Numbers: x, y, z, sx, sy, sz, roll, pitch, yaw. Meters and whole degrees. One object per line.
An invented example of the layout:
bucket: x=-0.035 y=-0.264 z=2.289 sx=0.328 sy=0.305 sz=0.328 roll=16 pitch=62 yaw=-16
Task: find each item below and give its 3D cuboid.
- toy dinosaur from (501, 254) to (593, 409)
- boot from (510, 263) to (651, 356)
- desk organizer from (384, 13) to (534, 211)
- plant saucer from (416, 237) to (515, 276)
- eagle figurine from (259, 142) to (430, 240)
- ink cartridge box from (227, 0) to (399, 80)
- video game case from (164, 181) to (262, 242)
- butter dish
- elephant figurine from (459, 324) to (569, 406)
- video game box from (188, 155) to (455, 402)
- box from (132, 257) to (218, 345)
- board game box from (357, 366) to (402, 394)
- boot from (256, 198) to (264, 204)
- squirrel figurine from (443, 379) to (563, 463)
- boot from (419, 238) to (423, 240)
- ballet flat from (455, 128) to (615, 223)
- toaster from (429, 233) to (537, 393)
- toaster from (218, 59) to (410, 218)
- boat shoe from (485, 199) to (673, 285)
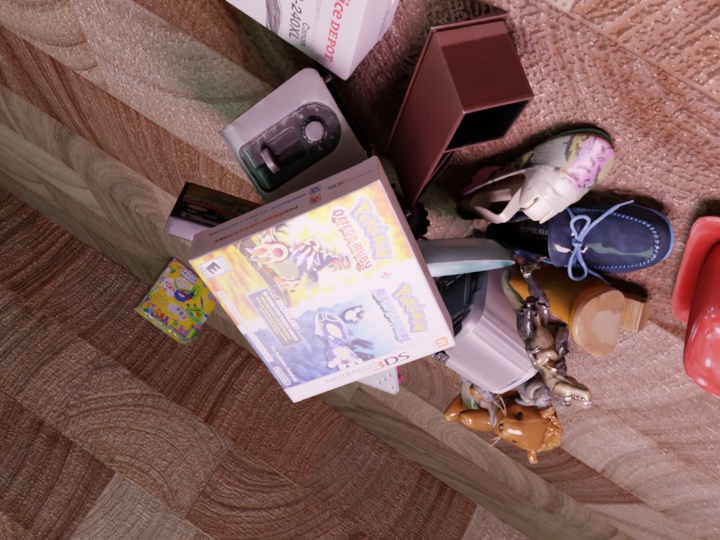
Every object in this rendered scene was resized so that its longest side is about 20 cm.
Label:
toy dinosaur: x=0.171 y=0.041 z=0.636 sx=0.046 sy=0.202 sz=0.089 roll=-13 pitch=134 yaw=1
boot: x=0.222 y=0.036 z=0.710 sx=0.142 sy=0.073 sz=0.199 roll=18 pitch=-168 yaw=39
desk organizer: x=0.083 y=-0.135 z=0.599 sx=0.200 sy=0.070 sz=0.079 roll=116 pitch=138 yaw=-70
plant saucer: x=0.067 y=-0.011 z=0.698 sx=0.195 sy=0.028 sz=0.200 roll=-6 pitch=176 yaw=0
eagle figurine: x=-0.017 y=-0.094 z=0.826 sx=0.200 sy=0.153 sz=0.150 roll=43 pitch=138 yaw=-12
ink cartridge box: x=-0.060 y=-0.276 z=0.531 sx=0.198 sy=0.084 sz=0.145 roll=34 pitch=160 yaw=1
video game case: x=-0.128 y=-0.049 z=0.782 sx=0.196 sy=0.026 sz=0.181 roll=17 pitch=-164 yaw=-15
butter dish: x=0.368 y=0.076 z=0.568 sx=0.197 sy=0.149 sz=0.200 roll=22 pitch=158 yaw=29
elephant figurine: x=0.243 y=0.140 z=0.905 sx=0.198 sy=0.156 sz=0.142 roll=10 pitch=143 yaw=55
video game box: x=-0.027 y=0.020 z=0.586 sx=0.047 sy=0.179 sz=0.202 roll=-98 pitch=-18 yaw=-53
box: x=-0.587 y=0.102 z=2.061 sx=0.199 sy=0.194 sz=0.121 roll=41 pitch=159 yaw=-19
board game box: x=-0.034 y=0.061 z=0.900 sx=0.197 sy=0.026 sz=0.204 roll=14 pitch=126 yaw=32
boot: x=-0.124 y=-0.052 z=1.184 sx=0.198 sy=0.078 sz=0.155 roll=32 pitch=165 yaw=-16
squirrel figurine: x=0.258 y=0.226 z=1.052 sx=0.196 sy=0.145 sz=0.186 roll=15 pitch=-173 yaw=-26
boot: x=0.000 y=0.000 z=0.953 sx=0.197 sy=0.157 sz=0.074 roll=24 pitch=167 yaw=27
ballet flat: x=0.165 y=-0.080 z=0.644 sx=0.069 sy=0.072 sz=0.199 roll=41 pitch=159 yaw=-19
toaster: x=0.158 y=0.062 z=0.814 sx=0.128 sy=0.202 sz=0.113 roll=35 pitch=129 yaw=-17
toaster: x=-0.043 y=-0.107 z=0.659 sx=0.183 sy=0.117 sz=0.201 roll=58 pitch=-173 yaw=-17
boat shoe: x=0.212 y=-0.026 z=0.655 sx=0.198 sy=0.067 sz=0.086 roll=-1 pitch=97 yaw=55
